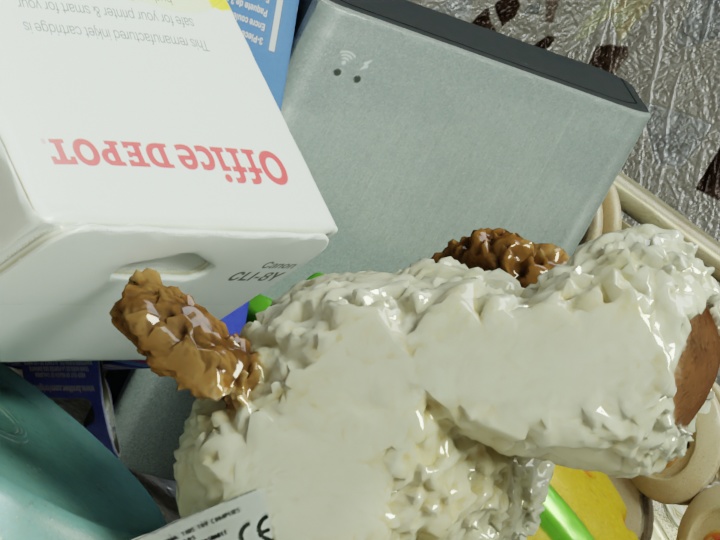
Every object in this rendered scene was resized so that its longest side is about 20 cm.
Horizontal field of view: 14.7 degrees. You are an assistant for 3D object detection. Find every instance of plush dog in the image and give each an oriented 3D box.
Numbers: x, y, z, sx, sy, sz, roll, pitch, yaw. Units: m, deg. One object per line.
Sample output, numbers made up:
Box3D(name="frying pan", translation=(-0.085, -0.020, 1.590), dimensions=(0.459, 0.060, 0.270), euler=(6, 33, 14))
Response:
Box3D(name="plush dog", translation=(0.004, 0.059, 0.843), dimensions=(0.160, 0.201, 0.172), euler=(29, -4, 7))

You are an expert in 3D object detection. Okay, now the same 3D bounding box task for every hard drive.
Box3D(name="hard drive", translation=(0.000, 0.000, 1.032), dimensions=(0.139, 0.201, 0.033), euler=(16, 26, -25))

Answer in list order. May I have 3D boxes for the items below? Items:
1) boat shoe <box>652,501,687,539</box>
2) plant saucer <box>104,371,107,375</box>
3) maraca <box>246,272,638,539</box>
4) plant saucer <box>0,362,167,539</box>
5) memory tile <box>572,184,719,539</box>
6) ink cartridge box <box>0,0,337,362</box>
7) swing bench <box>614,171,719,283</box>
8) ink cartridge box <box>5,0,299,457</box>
Box3D(name="boat shoe", translation=(0.167, 0.163, 1.238), dimensions=(0.201, 0.064, 0.071), euler=(59, -20, 3))
Box3D(name="plant saucer", translation=(-0.085, -0.035, 1.131), dimensions=(0.031, 0.201, 0.200), euler=(-20, 41, -29))
Box3D(name="maraca", translation=(0.029, 0.086, 0.987), dimensions=(0.200, 0.107, 0.137), euler=(54, -34, -10))
Box3D(name="plant saucer", translation=(-0.125, 0.052, 0.835), dimensions=(0.200, 0.036, 0.200), euler=(35, 5, -4))
Box3D(name="memory tile", translation=(0.078, 0.071, 1.055), dimensions=(0.017, 0.153, 0.201), euler=(5, 50, -42))
Box3D(name="ink cartridge box", translation=(-0.113, -0.075, 0.839), dimensions=(0.145, 0.083, 0.201), euler=(1, 59, -56))
Box3D(name="swing bench", translation=(0.082, 0.037, 1.401), dimensions=(0.200, 0.199, 0.130), euler=(34, 5, -16))
Box3D(name="ink cartridge box", translation=(-0.096, -0.038, 0.982), dimensions=(0.076, 0.201, 0.136), euler=(18, -13, -35))
